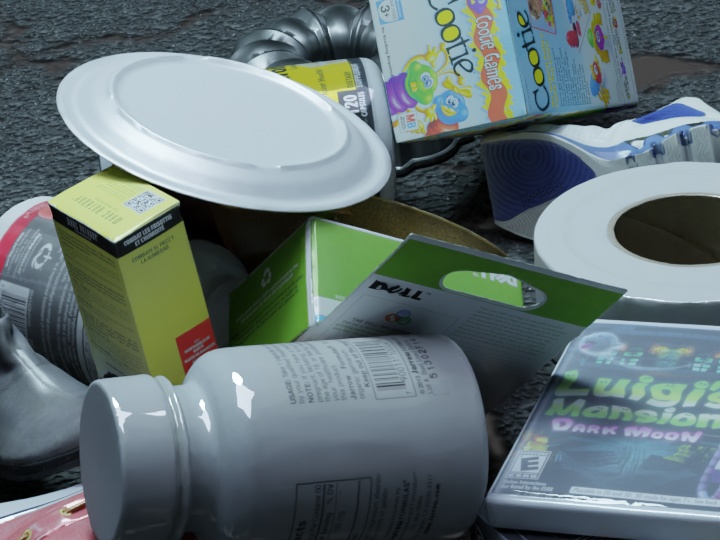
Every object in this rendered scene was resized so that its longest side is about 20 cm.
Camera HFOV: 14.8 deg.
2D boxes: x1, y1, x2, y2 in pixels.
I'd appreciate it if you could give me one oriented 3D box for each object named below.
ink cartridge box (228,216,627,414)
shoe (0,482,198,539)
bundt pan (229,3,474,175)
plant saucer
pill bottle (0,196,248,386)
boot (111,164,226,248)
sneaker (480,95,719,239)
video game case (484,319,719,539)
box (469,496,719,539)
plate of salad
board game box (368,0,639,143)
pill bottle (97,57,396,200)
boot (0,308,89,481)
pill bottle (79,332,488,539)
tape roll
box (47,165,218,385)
[{"bbox_3d":[0.036,0.015,1.568,0.148,0.200,0.076,15,54,-27],"label":"ink cartridge box"},{"bbox_3d":[-0.128,0.152,1.520,0.200,0.072,0.091,-18,32,-15],"label":"shoe"},{"bbox_3d":[-0.013,-0.141,2.063,0.201,0.076,0.202,-4,26,2],"label":"bundt pan"},{"bbox_3d":[0.000,0.000,1.722,0.200,0.200,0.036,7,72,21],"label":"plant saucer"},{"bbox_3d":[-0.135,0.027,1.714,0.200,0.111,0.111,16,33,34],"label":"pill bottle"},{"bbox_3d":[-0.076,-0.062,1.783,0.166,0.200,0.073,0,59,-11],"label":"boot"},{"bbox_3d":[0.190,-0.071,1.908,0.199,0.081,0.115,-3,12,18],"label":"sneaker"},{"bbox_3d":[0.189,0.086,1.510,0.200,0.023,0.182,3,32,23],"label":"video game case"},{"bbox_3d":[0.182,0.140,1.492,0.200,0.048,0.158,-24,33,-20],"label":"box"},{"bbox_3d":[-0.081,-0.074,1.620,0.200,0.048,0.200,12,27,-6],"label":"plate of salad"},{"bbox_3d":[0.103,-0.152,1.940,0.103,0.105,0.200,-11,0,28],"label":"board game box"},{"bbox_3d":[-0.080,-0.082,1.915,0.199,0.112,0.112,-7,27,-6],"label":"pill bottle"},{"bbox_3d":[-0.206,0.048,1.605,0.070,0.132,0.200,-23,13,-38],"label":"boot"},{"bbox_3d":[-0.043,0.096,1.478,0.200,0.115,0.114,-3,25,-20],"label":"pill bottle"},{"bbox_3d":[0.208,0.004,1.754,0.202,0.071,0.203,-3,28,1],"label":"tape roll"},{"bbox_3d":[-0.117,0.044,1.575,0.050,0.200,0.075,-30,35,-26],"label":"box"}]
